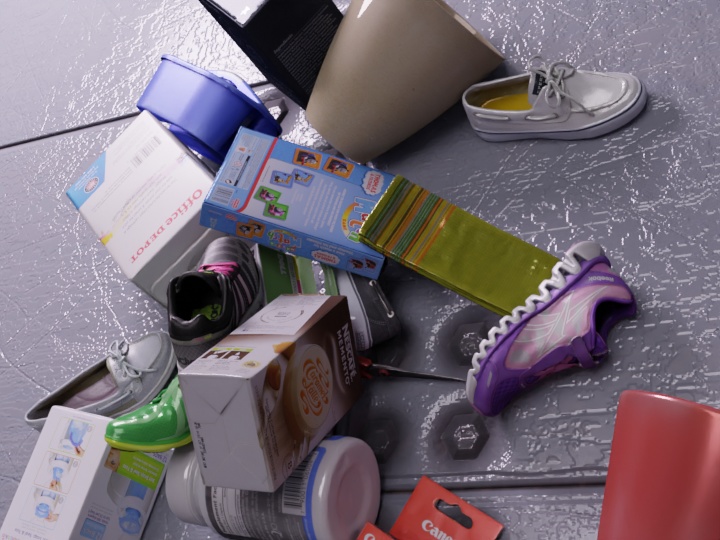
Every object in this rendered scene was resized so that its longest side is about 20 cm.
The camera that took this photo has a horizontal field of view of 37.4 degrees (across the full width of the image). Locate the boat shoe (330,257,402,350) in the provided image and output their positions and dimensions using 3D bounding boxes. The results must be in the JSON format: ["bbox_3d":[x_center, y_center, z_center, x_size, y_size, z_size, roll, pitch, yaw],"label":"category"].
[{"bbox_3d":[0.000,0.000,1.174,0.066,0.070,0.201,-13,45,-6],"label":"boat shoe"}]

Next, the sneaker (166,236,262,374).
[{"bbox_3d":[-0.148,0.021,1.070,0.073,0.088,0.201,-2,41,10],"label":"sneaker"}]

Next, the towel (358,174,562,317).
[{"bbox_3d":[0.102,-0.023,1.095,0.199,0.018,0.086,28,72,12],"label":"towel"}]

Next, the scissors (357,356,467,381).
[{"bbox_3d":[0.015,0.107,1.124,0.198,0.073,0.014,14,49,10],"label":"scissors"}]

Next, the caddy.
[{"bbox_3d":[-0.188,-0.207,1.353,0.199,0.141,0.105,29,85,38],"label":"caddy"}]

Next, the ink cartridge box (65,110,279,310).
[{"bbox_3d":[-0.226,-0.060,1.286,0.147,0.145,0.200,-44,50,1],"label":"ink cartridge box"}]

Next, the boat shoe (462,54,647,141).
[{"bbox_3d":[0.202,-0.194,1.149,0.201,0.086,0.075,0,63,31],"label":"boat shoe"}]

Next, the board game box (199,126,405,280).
[{"bbox_3d":[-0.059,-0.077,1.166,0.198,0.037,0.152,17,41,0],"label":"board game box"}]

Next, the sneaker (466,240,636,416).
[{"bbox_3d":[0.187,0.068,1.016,0.200,0.081,0.088,-47,58,-3],"label":"sneaker"}]

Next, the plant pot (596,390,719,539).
[{"bbox_3d":[0.271,0.209,0.822,0.199,0.200,0.179,15,82,36],"label":"plant pot"}]

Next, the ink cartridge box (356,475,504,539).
[{"bbox_3d":[0.036,0.294,0.987,0.109,0.050,0.201,25,79,38],"label":"ink cartridge box"}]

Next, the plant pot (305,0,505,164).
[{"bbox_3d":[0.033,-0.228,1.229,0.200,0.187,0.188,-49,49,16],"label":"plant pot"}]

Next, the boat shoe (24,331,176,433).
[{"bbox_3d":[-0.306,0.137,1.270,0.201,0.065,0.075,-33,52,10],"label":"boat shoe"}]

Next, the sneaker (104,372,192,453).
[{"bbox_3d":[-0.173,0.126,1.088,0.199,0.084,0.074,-21,11,-26],"label":"sneaker"}]

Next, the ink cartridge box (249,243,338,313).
[{"bbox_3d":[-0.115,0.043,1.175,0.200,0.059,0.104,-38,48,32],"label":"ink cartridge box"}]

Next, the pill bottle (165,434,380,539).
[{"bbox_3d":[-0.090,0.217,1.066,0.199,0.114,0.115,0,63,31],"label":"pill bottle"}]

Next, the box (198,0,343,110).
[{"bbox_3d":[-0.096,-0.303,1.315,0.107,0.200,0.148,-47,51,-1],"label":"box"}]

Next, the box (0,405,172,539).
[{"bbox_3d":[-0.308,0.267,1.164,0.101,0.113,0.201,7,67,32],"label":"box"}]

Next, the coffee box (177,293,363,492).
[{"bbox_3d":[-0.079,0.109,1.015,0.079,0.115,0.200,-1,20,26],"label":"coffee box"}]
